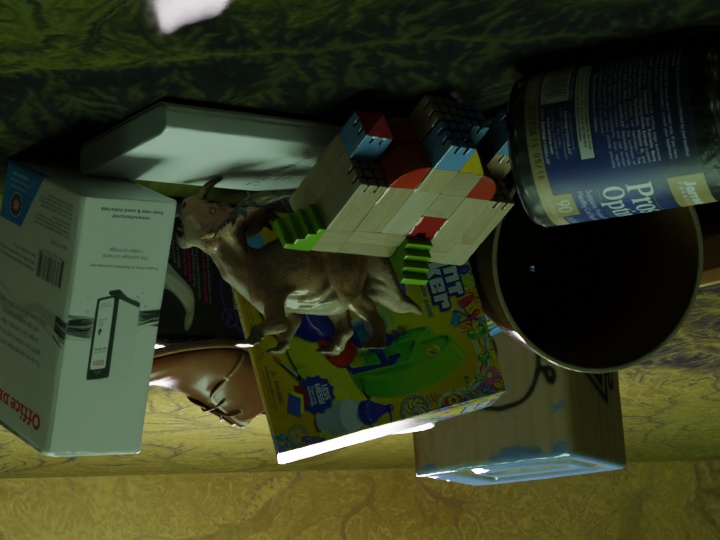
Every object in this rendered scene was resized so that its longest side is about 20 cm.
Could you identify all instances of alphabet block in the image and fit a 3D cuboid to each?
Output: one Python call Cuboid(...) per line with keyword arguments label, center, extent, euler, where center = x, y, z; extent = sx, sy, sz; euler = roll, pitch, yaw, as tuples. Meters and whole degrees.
Cuboid(label="alphabet block", center=(0.173, 0.126, 2.239), extent=(0.195, 0.201, 0.196), euler=(-10, 167, 22))

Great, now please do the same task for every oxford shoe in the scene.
Cuboid(label="oxford shoe", center=(-0.121, 0.099, 1.739), extent=(0.200, 0.072, 0.071), euler=(8, 162, -40))

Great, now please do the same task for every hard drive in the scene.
Cuboid(label="hard drive", center=(-0.096, -0.091, 1.545), extent=(0.199, 0.026, 0.132), euler=(5, 165, -35))

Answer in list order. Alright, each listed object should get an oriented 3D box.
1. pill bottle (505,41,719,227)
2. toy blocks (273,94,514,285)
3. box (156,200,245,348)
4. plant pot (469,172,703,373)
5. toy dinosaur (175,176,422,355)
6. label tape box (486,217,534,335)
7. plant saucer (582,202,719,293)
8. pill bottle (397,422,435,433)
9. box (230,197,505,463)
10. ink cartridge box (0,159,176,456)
Cuboid(label="pill bottle", center=(0.211, -0.098, 1.409), extent=(0.199, 0.112, 0.112), euler=(-8, 167, 21))
Cuboid(label="toy blocks", center=(0.047, -0.072, 1.509), extent=(0.200, 0.100, 0.137), euler=(5, 137, -37))
Cuboid(label="box", center=(-0.179, 0.009, 1.752), extent=(0.200, 0.123, 0.106), euler=(6, 163, -39))
Cuboid(label="plant pot", center=(0.158, -0.015, 1.694), extent=(0.186, 0.187, 0.200), euler=(0, -178, -20))
Cuboid(label="toy dinosaur", center=(-0.040, -0.005, 1.554), extent=(0.199, 0.136, 0.086), euler=(2, 173, -14))
Cuboid(label="label tape box", center=(0.105, 0.021, 1.955), extent=(0.144, 0.063, 0.200), euler=(-24, 167, 2))
Cuboid(label="plant saucer", center=(0.288, -0.027, 1.794), extent=(0.199, 0.038, 0.200), euler=(-14, -166, 3))
Cuboid(label="pill bottle", center=(0.019, 0.041, 1.782), extent=(0.108, 0.201, 0.109), euler=(-4, 169, -1))
Cuboid(label="box", center=(-0.002, 0.036, 1.665), extent=(0.192, 0.201, 0.122), euler=(-15, 171, -5))
Cuboid(label="ink cartridge box", center=(-0.221, 0.028, 1.547), extent=(0.084, 0.201, 0.146), euler=(3, -168, -34))
